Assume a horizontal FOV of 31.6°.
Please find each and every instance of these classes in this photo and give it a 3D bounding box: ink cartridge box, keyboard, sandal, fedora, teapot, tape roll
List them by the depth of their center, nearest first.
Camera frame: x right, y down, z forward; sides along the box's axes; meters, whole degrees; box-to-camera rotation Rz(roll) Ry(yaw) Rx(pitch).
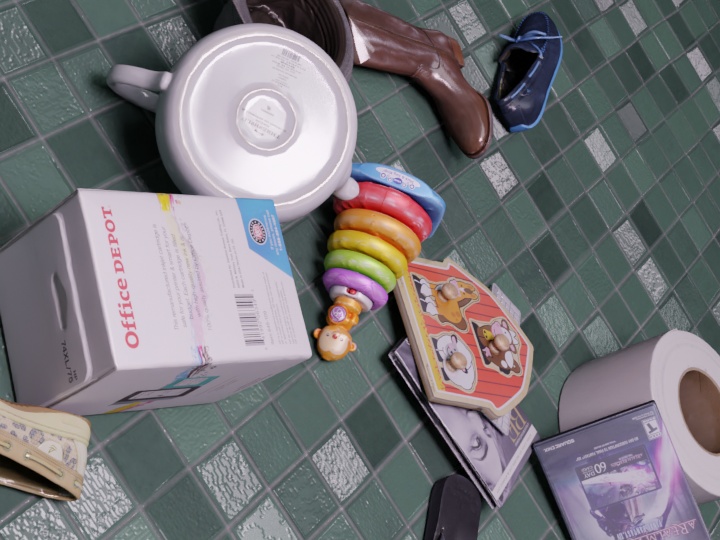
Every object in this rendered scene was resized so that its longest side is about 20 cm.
[{"bbox_3d":[-0.173,0.029,1.052,0.200,0.146,0.147,1,69,-46],"label":"ink cartridge box"},{"bbox_3d":[-0.108,-0.131,1.191,0.197,0.146,0.200,-24,95,-18],"label":"teapot"},{"bbox_3d":[0.093,0.293,1.259,0.076,0.043,0.200,29,51,-32],"label":"sandal"},{"bbox_3d":[-0.093,-0.242,1.322,0.177,0.090,0.200,41,38,-25],"label":"fedora"},{"bbox_3d":[0.157,0.097,1.433,0.056,0.011,0.200,41,37,-22],"label":"keyboard"},{"bbox_3d":[0.352,0.186,1.509,0.202,0.139,0.203,22,55,-36],"label":"tape roll"}]

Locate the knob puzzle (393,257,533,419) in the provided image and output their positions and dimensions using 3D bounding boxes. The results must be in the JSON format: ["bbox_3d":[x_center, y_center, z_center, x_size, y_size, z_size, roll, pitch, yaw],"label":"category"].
[{"bbox_3d":[0.127,0.068,1.388,0.219,0.030,0.220,30,40,-28],"label":"knob puzzle"}]

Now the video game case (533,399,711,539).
[{"bbox_3d":[0.294,0.259,1.401,0.200,0.143,0.019,68,15,-1],"label":"video game case"}]

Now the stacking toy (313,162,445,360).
[{"bbox_3d":[0.000,0.000,1.292,0.116,0.110,0.200,22,69,2],"label":"stacking toy"}]

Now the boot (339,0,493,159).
[{"bbox_3d":[0.056,-0.226,1.485,0.200,0.064,0.187,13,47,-45],"label":"boot"}]

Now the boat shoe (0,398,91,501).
[{"bbox_3d":[-0.285,0.129,0.941,0.200,0.073,0.063,16,61,-42],"label":"boat shoe"}]

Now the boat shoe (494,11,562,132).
[{"bbox_3d":[0.219,-0.274,1.662,0.069,0.084,0.200,44,40,-36],"label":"boat shoe"}]

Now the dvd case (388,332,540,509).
[{"bbox_3d":[0.117,0.138,1.374,0.200,0.016,0.149,57,33,-7],"label":"dvd case"}]
